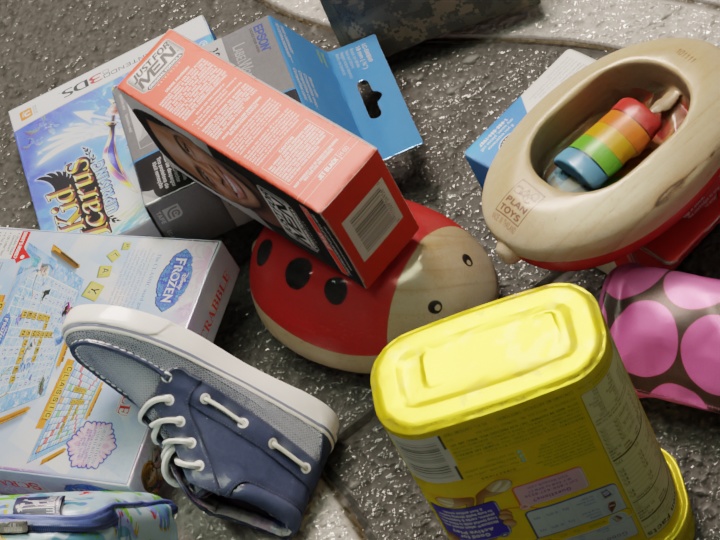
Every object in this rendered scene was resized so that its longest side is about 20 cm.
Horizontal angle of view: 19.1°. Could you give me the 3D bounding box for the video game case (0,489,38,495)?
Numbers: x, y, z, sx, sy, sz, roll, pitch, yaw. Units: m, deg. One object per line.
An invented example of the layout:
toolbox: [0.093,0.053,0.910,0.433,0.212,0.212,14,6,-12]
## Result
video game case: [-0.310,0.178,1.527,0.200,0.024,0.182,-22,45,6]

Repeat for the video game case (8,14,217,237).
video game case: [-0.174,-0.092,1.686,0.181,0.045,0.200,-27,45,3]

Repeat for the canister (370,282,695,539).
canister: [0.104,0.108,1.265,0.148,0.200,0.087,-19,46,9]

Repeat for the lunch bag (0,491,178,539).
lunch bag: [-0.208,0.182,1.347,0.160,0.200,0.083,-5,85,13]

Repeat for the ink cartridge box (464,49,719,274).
ink cartridge box: [0.184,-0.062,1.470,0.116,0.067,0.200,-45,47,-14]

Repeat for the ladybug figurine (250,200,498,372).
ladybug figurine: [0.000,0.000,1.490,0.200,0.072,0.136,12,58,33]

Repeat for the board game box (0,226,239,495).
board game box: [-0.208,0.066,1.523,0.199,0.041,0.200,4,59,26]

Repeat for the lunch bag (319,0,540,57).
lunch bag: [0.043,-0.278,1.697,0.164,0.118,0.200,-18,40,10]

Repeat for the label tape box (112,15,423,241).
label tape box: [-0.072,-0.115,1.580,0.200,0.063,0.144,-25,44,3]

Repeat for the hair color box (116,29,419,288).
hair color box: [-0.063,-0.076,1.439,0.200,0.102,0.061,33,75,34]

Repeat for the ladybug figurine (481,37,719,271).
ladybug figurine: [0.166,-0.067,1.385,0.200,0.072,0.136,-38,47,-9]

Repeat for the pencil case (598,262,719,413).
pencil case: [0.241,0.056,1.331,0.200,0.091,0.094,13,93,36]

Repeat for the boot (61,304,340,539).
boot: [-0.115,0.099,1.410,0.200,0.073,0.090,24,59,-6]
